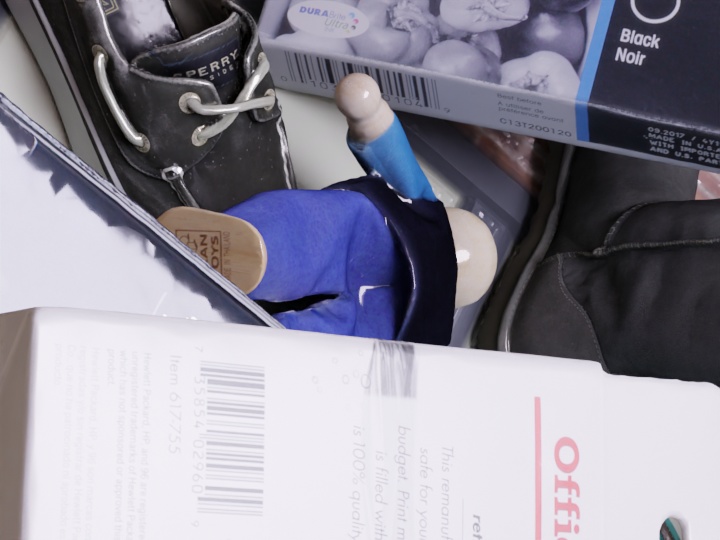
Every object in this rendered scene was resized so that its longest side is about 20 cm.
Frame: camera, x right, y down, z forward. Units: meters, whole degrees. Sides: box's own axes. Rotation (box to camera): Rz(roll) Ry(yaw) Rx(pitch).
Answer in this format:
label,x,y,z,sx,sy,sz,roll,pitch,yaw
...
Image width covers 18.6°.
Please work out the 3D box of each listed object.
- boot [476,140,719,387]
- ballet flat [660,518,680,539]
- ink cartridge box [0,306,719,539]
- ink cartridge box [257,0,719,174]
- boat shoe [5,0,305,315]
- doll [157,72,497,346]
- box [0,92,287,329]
label,x,y,z,sx,sy,sz,roll,pitch,yaw
boot,0.149,-0.017,0.823,0.072,0.200,0.182,34,64,-29
ballet flat,0.113,0.187,0.855,0.070,0.067,0.201,10,75,-58
ink cartridge box,-0.005,0.077,0.534,0.199,0.068,0.116,8,80,-32
ink cartridge box,0.082,-0.144,0.827,0.197,0.043,0.201,12,68,13
boat shoe,-0.066,-0.064,0.765,0.071,0.064,0.200,-38,103,-34
doll,0.000,0.000,0.765,0.200,0.048,0.137,-10,94,-63
box,-0.102,0.069,0.632,0.197,0.200,0.124,41,62,-22
